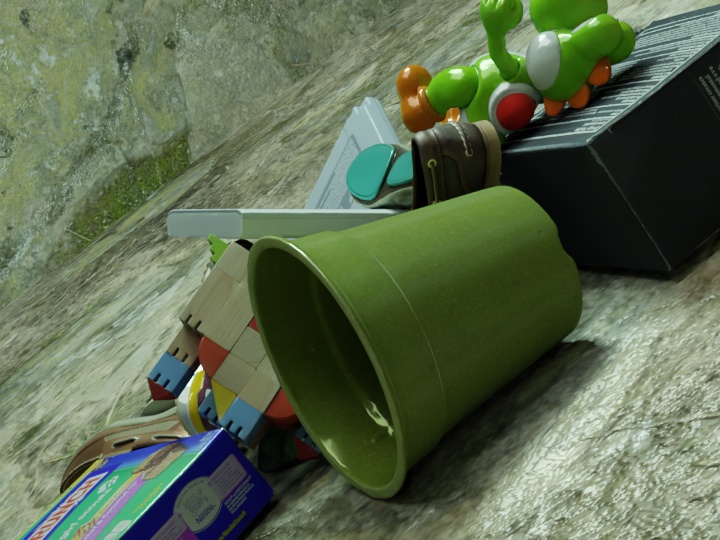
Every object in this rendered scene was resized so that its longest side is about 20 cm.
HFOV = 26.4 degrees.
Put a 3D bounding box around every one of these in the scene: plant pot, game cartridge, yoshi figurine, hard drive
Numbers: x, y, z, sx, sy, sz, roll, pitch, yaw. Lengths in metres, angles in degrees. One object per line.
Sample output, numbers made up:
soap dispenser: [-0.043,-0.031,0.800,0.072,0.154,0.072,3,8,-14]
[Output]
plant pot: [0.050,0.031,1.097,0.190,0.201,0.200,-26,9,-23]
game cartridge: [-0.011,-0.058,1.544,0.200,0.040,0.134,-62,28,30]
yoshi figurine: [0.128,-0.172,1.217,0.200,0.112,0.112,-22,11,39]
hard drive: [-0.055,-0.042,1.381,0.200,0.027,0.132,-2,2,-35]

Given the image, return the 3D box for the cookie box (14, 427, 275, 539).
cookie box: [-0.191,0.215,1.202,0.200,0.075,0.171,-20,20,48]

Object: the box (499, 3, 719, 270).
box: [0.234,-0.103,1.194,0.198,0.123,0.200,-37,12,-13]

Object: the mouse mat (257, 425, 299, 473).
mouse mat: [-0.020,0.065,1.288,0.161,0.008,0.200,-27,41,26]

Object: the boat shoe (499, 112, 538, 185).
boat shoe: [0.166,-0.110,1.408,0.200,0.072,0.065,-27,35,-28]

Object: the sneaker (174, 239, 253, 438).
sneaker: [-0.092,0.056,1.315,0.090,0.075,0.200,-12,52,27]

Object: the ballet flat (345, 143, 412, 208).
ballet flat: [0.046,-0.078,1.385,0.068,0.062,0.200,-63,20,-7]

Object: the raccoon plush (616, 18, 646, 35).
raccoon plush: [0.253,-0.179,1.395,0.134,0.199,0.097,-119,41,-68]

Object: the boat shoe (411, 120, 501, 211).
boat shoe: [0.060,-0.027,1.209,0.070,0.201,0.070,-12,35,-22]

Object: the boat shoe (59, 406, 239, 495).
boat shoe: [-0.199,0.174,1.370,0.200,0.076,0.072,-29,16,29]

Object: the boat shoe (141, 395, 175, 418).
boat shoe: [-0.107,0.097,1.395,0.201,0.074,0.063,-24,35,13]

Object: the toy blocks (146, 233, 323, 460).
toy blocks: [-0.076,0.077,1.211,0.137,0.200,0.100,-56,-11,-12]
